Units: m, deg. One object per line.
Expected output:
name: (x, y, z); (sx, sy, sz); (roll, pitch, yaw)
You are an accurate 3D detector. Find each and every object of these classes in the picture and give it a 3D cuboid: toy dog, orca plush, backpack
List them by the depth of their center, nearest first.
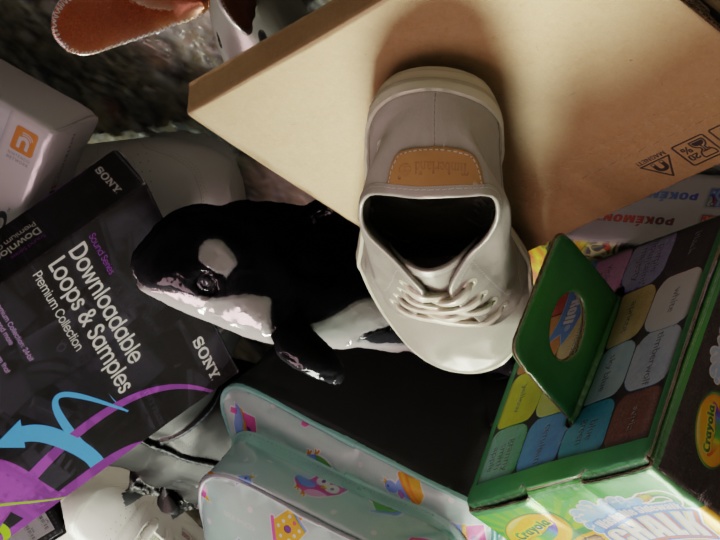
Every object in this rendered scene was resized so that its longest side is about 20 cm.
toy dog: (-0.086, -0.127, 0.917); (0.200, 0.097, 0.132); (37, 150, -23)
orca plush: (0.000, 0.000, 1.041); (0.199, 0.105, 0.071); (23, 116, -15)
backpack: (0.014, 0.137, 1.174); (0.175, 0.154, 0.201); (21, 146, 24)

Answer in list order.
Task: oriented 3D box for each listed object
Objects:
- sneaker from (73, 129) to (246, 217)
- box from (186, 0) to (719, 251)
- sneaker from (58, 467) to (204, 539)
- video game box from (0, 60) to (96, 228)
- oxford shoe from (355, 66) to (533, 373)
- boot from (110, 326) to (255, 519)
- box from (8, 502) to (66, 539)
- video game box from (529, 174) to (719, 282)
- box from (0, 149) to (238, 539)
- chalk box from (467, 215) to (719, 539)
sneaker: (-0.142, -0.028, 1.127); (0.199, 0.077, 0.080); (-3, 180, 38)
box: (0.056, -0.069, 0.915); (0.199, 0.021, 0.163); (-25, 136, 39)
sneaker: (-0.127, 0.183, 1.483); (0.080, 0.077, 0.200); (36, 177, 42)
video game box: (-0.243, -0.037, 1.096); (0.199, 0.047, 0.183); (29, 111, 13)
oxford shoe: (0.033, -0.004, 0.945); (0.075, 0.058, 0.200); (-1, 149, 5)
boot: (-0.069, 0.061, 1.247); (0.162, 0.074, 0.198); (23, 128, -37)
box: (-0.227, 0.055, 1.240); (0.201, 0.044, 0.160); (61, 174, -6)
video game box: (0.160, 0.030, 1.056); (0.181, 0.047, 0.200); (2, 145, 31)
box: (-0.161, 0.053, 1.057); (0.036, 0.200, 0.143); (42, 164, 40)
chalk box: (0.134, 0.067, 0.961); (0.200, 0.125, 0.124); (37, 148, -21)
